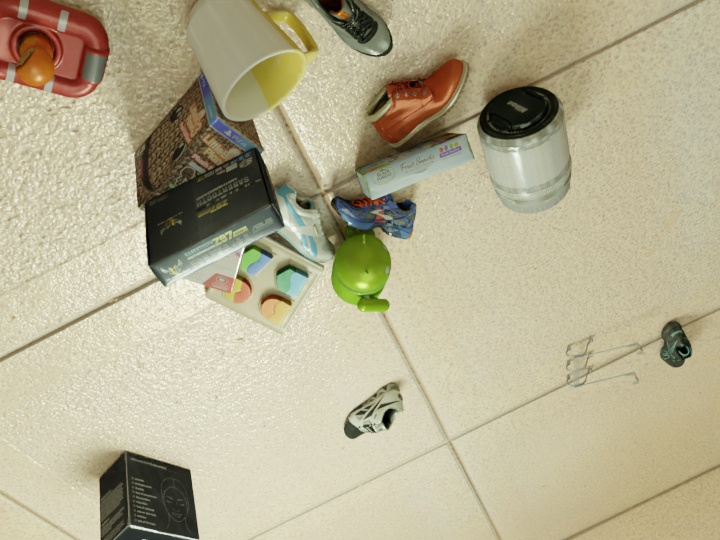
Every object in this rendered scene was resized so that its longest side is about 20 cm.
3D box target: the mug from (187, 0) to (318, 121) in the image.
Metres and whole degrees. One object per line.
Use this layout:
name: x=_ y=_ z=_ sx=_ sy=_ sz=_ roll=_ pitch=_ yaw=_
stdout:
mug: x=-0.173 y=-0.332 z=1.070 sx=0.149 sy=0.154 sz=0.186 roll=-40 pitch=168 yaw=23

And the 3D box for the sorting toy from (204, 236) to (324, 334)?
sorting toy: x=-0.193 y=0.027 z=1.415 sx=0.183 sy=0.037 sz=0.201 roll=27 pitch=119 yaw=-15

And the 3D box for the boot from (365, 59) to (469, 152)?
boot: x=0.100 y=-0.310 z=1.252 sx=0.200 sy=0.076 sz=0.107 roll=-43 pitch=126 yaw=18

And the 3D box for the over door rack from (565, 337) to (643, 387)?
over door rack: x=0.665 y=0.253 z=1.953 sx=0.196 sy=0.067 sz=0.149 roll=-6 pitch=135 yaw=12

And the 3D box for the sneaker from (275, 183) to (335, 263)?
sneaker: x=-0.103 y=-0.086 z=1.364 sx=0.081 sy=0.077 sz=0.200 roll=-41 pitch=135 yaw=9

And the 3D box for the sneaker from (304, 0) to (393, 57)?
sneaker: x=-0.020 y=-0.399 z=1.120 sx=0.074 sy=0.080 sz=0.199 roll=-45 pitch=132 yaw=18

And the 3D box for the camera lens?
camera lens: x=0.313 y=-0.229 z=1.341 sx=0.158 sy=0.161 sz=0.201 roll=-25 pitch=134 yaw=2

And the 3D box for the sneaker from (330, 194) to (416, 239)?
sneaker: x=0.028 y=-0.122 z=1.396 sx=0.197 sy=0.075 sz=0.079 roll=8 pitch=115 yaw=-35

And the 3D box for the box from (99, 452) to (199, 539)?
box: x=-0.505 y=0.569 z=1.691 sx=0.124 sy=0.198 sz=0.199 roll=-42 pitch=131 yaw=19

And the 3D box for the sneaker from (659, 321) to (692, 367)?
sneaker: x=0.908 y=0.232 z=2.035 sx=0.075 sy=0.080 sz=0.201 roll=-29 pitch=135 yaw=5

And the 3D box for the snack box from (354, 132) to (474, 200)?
snack box: x=0.094 y=-0.194 z=1.298 sx=0.197 sy=0.142 sz=0.054 roll=-22 pitch=102 yaw=-2

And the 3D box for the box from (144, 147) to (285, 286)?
box: x=-0.218 y=-0.082 z=1.042 sx=0.197 sy=0.159 sz=0.051 roll=-26 pitch=134 yaw=4

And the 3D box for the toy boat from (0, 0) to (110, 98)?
toy boat: x=-0.457 y=-0.305 z=0.994 sx=0.197 sy=0.132 sz=0.132 roll=10 pitch=125 yaw=-28

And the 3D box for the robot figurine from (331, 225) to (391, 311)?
robot figurine: x=0.000 y=0.000 z=1.421 sx=0.113 sy=0.179 sz=0.200 roll=-6 pitch=163 yaw=-8

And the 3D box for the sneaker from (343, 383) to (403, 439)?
sneaker: x=0.034 y=0.384 z=1.820 sx=0.073 sy=0.089 sz=0.200 roll=25 pitch=118 yaw=-38

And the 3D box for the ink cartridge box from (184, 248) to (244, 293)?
ink cartridge box: x=-0.263 y=-0.068 z=1.299 sx=0.115 sy=0.068 sz=0.202 roll=18 pitch=124 yaw=-9

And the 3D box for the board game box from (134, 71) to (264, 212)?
board game box: x=-0.266 y=-0.190 z=1.149 sx=0.200 sy=0.161 sz=0.096 roll=-44 pitch=131 yaw=17
